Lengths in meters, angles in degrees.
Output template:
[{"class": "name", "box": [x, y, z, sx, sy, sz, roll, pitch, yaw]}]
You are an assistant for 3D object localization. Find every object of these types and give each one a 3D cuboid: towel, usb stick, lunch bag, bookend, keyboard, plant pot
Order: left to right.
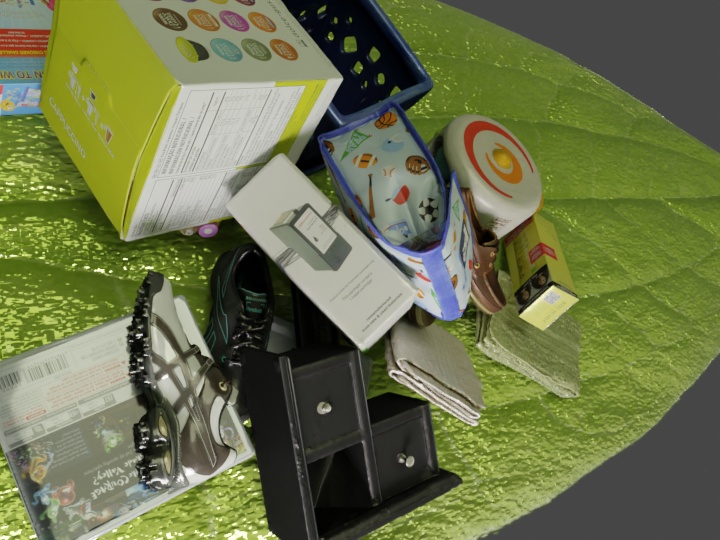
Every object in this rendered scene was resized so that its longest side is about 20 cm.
[{"class": "keyboard", "box": [-0.073, 0.096, 0.753, 0.200, 0.011, 0.056, 26, 60, -19]}, {"class": "plant pot", "box": [-0.058, -0.244, 0.830, 0.200, 0.180, 0.200, -33, 86, -40]}, {"class": "usb stick", "box": [-0.050, 0.091, 0.743, 0.055, 0.033, 0.200, 0, 71, -22]}, {"class": "bookend", "box": [-0.006, 0.158, 0.660, 0.200, 0.092, 0.199, -11, 96, -35]}, {"class": "lunch bag", "box": [0.055, -0.056, 0.694, 0.124, 0.170, 0.200, -27, 57, 2]}, {"class": "towel", "box": [0.084, 0.101, 0.769, 0.132, 0.034, 0.200, 34, 16, -15]}, {"class": "towel", "box": [0.256, 0.096, 0.949, 0.200, 0.036, 0.148, 29, 52, -16]}]

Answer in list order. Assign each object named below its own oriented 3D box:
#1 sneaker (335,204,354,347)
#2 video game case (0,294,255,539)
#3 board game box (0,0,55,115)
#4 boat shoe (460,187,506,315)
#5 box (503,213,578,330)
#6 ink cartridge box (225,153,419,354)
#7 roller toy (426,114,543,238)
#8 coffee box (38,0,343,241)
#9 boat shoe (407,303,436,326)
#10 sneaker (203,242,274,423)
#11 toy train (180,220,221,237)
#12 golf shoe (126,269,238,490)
[{"class": "sneaker", "box": [0.000, 0.000, 0.807, 0.085, 0.073, 0.200, -1, 65, -31]}, {"class": "video game case", "box": [-0.228, 0.139, 0.598, 0.200, 0.023, 0.182, -22, 78, -28]}, {"class": "board game box", "box": [-0.366, -0.282, 0.730, 0.200, 0.056, 0.196, -15, 75, -37]}, {"class": "boat shoe", "box": [0.158, -0.024, 0.853, 0.200, 0.068, 0.072, 58, 25, -22]}, {"class": "box", "box": [0.268, -0.006, 0.946, 0.050, 0.075, 0.200, 30, 34, -15]}, {"class": "ink cartridge box", "box": [-0.038, -0.012, 0.679, 0.084, 0.146, 0.200, -44, 81, -6]}, {"class": "roller toy", "box": [0.175, -0.133, 0.943, 0.200, 0.140, 0.182, 48, 47, -2]}, {"class": "coffee box", "box": [-0.181, -0.183, 0.641, 0.198, 0.200, 0.200, -21, 67, -45]}, {"class": "boat shoe", "box": [0.072, 0.002, 0.840, 0.200, 0.072, 0.072, -76, 158, -50]}, {"class": "sneaker", "box": [-0.133, 0.064, 0.676, 0.075, 0.079, 0.200, 7, 71, -29]}, {"class": "toy train", "box": [-0.211, -0.103, 0.743, 0.200, 0.056, 0.150, 25, 42, -16]}, {"class": "golf shoe", "box": [-0.167, 0.098, 0.589, 0.094, 0.078, 0.200, -4, 81, -27]}]
